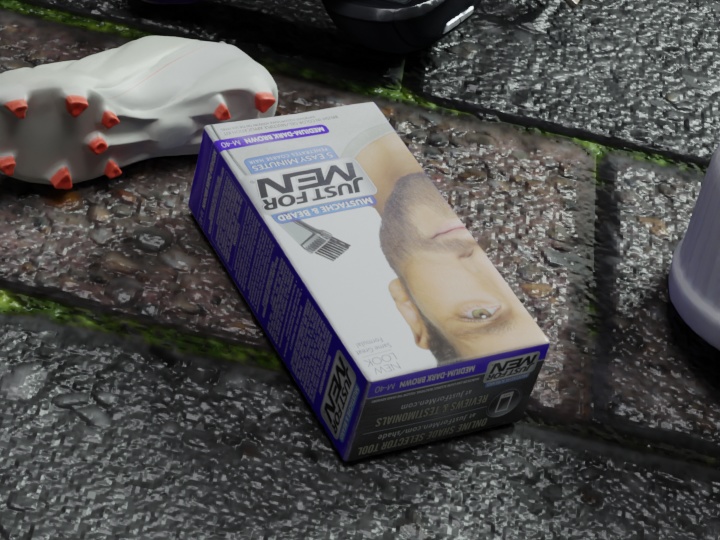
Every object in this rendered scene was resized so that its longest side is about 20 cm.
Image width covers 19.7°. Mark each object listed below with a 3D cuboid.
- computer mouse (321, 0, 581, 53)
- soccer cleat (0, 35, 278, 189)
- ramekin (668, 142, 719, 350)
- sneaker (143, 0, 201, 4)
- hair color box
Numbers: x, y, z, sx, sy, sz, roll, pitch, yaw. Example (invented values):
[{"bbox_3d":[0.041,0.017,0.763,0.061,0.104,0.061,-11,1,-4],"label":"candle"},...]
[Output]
[{"bbox_3d":[0.067,-0.168,1.303,0.140,0.046,0.200,14,29,18],"label":"computer mouse"},{"bbox_3d":[-0.138,-0.092,1.147,0.199,0.070,0.078,-8,40,-35],"label":"soccer cleat"},{"bbox_3d":[0.274,-0.019,1.130,0.201,0.095,0.203,3,27,-2],"label":"ramekin"},{"bbox_3d":[-0.050,-0.198,1.232,0.199,0.081,0.084,-10,26,11],"label":"sneaker"},{"bbox_3d":[0.000,0.000,1.085,0.109,0.065,0.200,-11,49,-28],"label":"hair color box"}]
